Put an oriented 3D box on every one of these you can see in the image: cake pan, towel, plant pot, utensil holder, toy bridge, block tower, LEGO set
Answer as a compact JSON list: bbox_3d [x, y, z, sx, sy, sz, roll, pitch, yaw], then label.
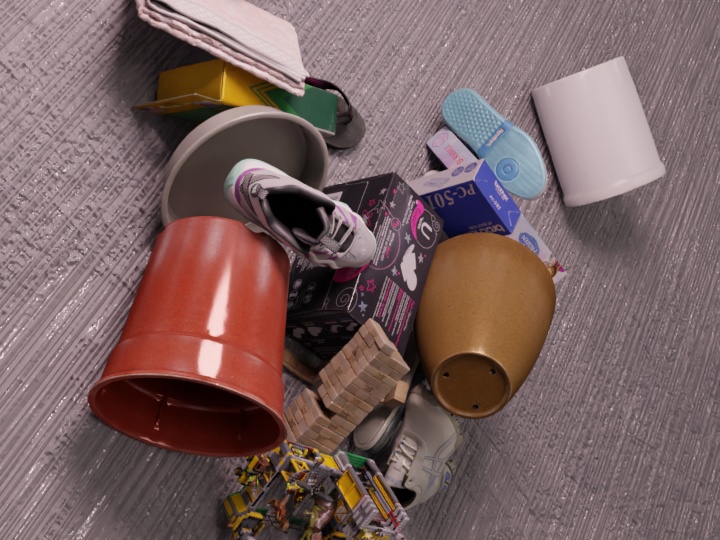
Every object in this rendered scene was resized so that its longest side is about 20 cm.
[{"bbox_3d":[-0.131,-0.100,1.176,0.200,0.201,0.037,10,34,-44],"label":"cake pan"},{"bbox_3d":[-0.153,-0.276,1.170,0.199,0.032,0.191,23,23,-24],"label":"towel"},{"bbox_3d":[0.140,0.081,1.284,0.187,0.186,0.200,59,23,-19],"label":"plant pot"},{"bbox_3d":[0.380,-0.224,1.725,0.170,0.169,0.201,-27,98,-45],"label":"utensil holder"},{"bbox_3d":[-0.158,0.064,1.101,0.200,0.200,0.196,34,51,-36],"label":"plant pot"},{"bbox_3d":[-0.038,0.122,1.281,0.199,0.067,0.027,25,62,-17],"label":"toy bridge"},{"bbox_3d":[-0.030,0.151,1.213,0.058,0.054,0.200,34,103,-37],"label":"block tower"},{"bbox_3d":[-0.045,0.277,1.177,0.154,0.116,0.200,-47,132,9],"label":"LEGO set"}]

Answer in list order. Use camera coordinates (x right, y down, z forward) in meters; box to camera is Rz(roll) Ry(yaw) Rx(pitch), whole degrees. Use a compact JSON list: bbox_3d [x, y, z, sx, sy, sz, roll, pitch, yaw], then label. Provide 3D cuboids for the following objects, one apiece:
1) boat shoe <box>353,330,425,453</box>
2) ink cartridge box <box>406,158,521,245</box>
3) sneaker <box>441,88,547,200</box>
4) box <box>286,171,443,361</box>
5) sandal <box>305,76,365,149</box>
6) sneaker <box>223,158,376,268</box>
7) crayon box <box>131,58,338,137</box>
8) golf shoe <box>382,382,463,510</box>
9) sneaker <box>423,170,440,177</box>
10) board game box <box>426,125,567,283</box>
[{"bbox_3d":[0.055,0.164,1.374,0.062,0.073,0.200,49,46,-22],"label":"boat shoe"},{"bbox_3d":[0.098,-0.074,1.374,0.094,0.199,0.044,51,48,-26],"label":"ink cartridge box"},{"bbox_3d":[0.206,-0.171,1.538,0.200,0.079,0.131,53,8,20],"label":"sneaker"},{"bbox_3d":[0.000,0.000,1.308,0.115,0.132,0.201,42,55,-36],"label":"box"},{"bbox_3d":[-0.060,-0.216,1.351,0.200,0.048,0.076,30,61,-38],"label":"sandal"},{"bbox_3d":[-0.042,-0.040,1.121,0.199,0.140,0.078,25,95,-32],"label":"sneaker"},{"bbox_3d":[-0.139,-0.192,1.204,0.199,0.125,0.052,9,84,-44],"label":"crayon box"},{"bbox_3d":[0.071,0.230,1.326,0.097,0.078,0.201,-36,141,-31],"label":"golf shoe"},{"bbox_3d":[0.159,-0.059,1.518,0.074,0.082,0.201,-46,114,-42],"label":"sneaker"},{"bbox_3d":[0.189,-0.090,1.497,0.200,0.041,0.200,48,7,-28],"label":"board game box"}]
